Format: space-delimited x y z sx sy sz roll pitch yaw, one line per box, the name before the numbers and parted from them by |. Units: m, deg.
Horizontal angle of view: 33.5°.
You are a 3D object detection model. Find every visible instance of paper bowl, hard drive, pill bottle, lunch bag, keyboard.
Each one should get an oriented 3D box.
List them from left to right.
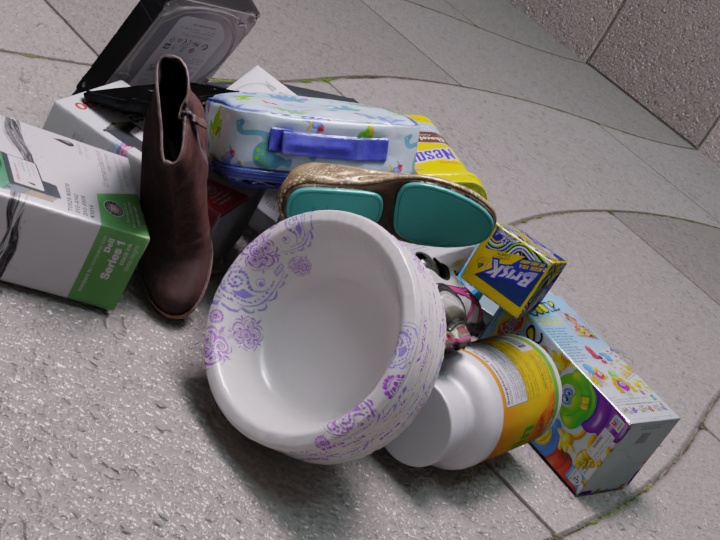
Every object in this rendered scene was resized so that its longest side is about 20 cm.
hard drive | -0.217 -0.232 1.321 0.139 0.200 0.038 -1 54 -53
keyboard | -0.194 -0.166 1.241 0.103 0.040 0.200 13 17 20
hard drive | -0.109 -0.224 1.588 0.138 0.033 0.199 16 15 28
lunch bag | -0.050 -0.124 1.162 0.198 0.083 0.161 2 11 -21
paper bowl | -0.023 0.060 0.999 0.201 0.201 0.104 49 7 34
pill bottle | 0.101 0.126 1.133 0.111 0.112 0.199 43 26 24

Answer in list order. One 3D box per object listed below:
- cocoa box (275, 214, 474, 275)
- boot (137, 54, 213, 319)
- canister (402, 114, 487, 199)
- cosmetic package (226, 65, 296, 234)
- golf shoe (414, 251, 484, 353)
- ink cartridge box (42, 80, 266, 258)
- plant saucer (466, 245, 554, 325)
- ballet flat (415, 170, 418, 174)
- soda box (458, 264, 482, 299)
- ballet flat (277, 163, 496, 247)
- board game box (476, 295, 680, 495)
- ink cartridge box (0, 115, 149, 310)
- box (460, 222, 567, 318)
cocoa box | 0.000 0.000 1.224 0.133 0.132 0.199 39 24 19
boot | -0.166 -0.068 1.040 0.072 0.202 0.166 0 -11 -5
canister | 0.064 -0.128 1.581 0.147 0.087 0.201 -3 34 -17
cosmetic package | -0.097 -0.125 1.353 0.199 0.052 0.151 38 62 16
golf shoe | 0.075 0.025 1.127 0.072 0.093 0.200 -11 1 7
ink cartridge box | -0.212 -0.097 1.210 0.199 0.083 0.146 34 23 4
plant saucer | 0.174 0.037 1.490 0.200 0.039 0.201 27 23 -12
ballet flat | -0.014 -0.130 1.469 0.199 0.071 0.065 16 -10 35
soda box | 0.047 -0.013 1.389 0.199 0.068 0.064 39 26 13
ballet flat | 0.024 -0.066 1.075 0.198 0.071 0.065 8 31 -14
board game box | 0.223 0.129 1.289 0.104 0.103 0.200 4 37 -46
ink cartridge box | -0.297 -0.061 1.032 0.199 0.085 0.147 18 27 -31
box | 0.156 -0.001 1.190 0.070 0.065 0.200 36 9 10
